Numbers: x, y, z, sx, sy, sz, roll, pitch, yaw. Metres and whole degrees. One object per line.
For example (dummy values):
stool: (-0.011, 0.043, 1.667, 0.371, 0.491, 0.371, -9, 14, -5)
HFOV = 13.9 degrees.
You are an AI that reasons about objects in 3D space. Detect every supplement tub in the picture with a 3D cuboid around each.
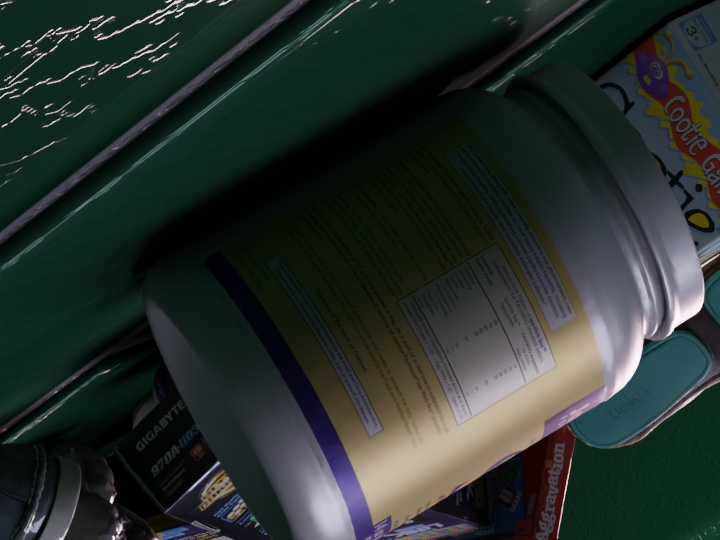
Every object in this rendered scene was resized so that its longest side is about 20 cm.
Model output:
supplement tub: (0.026, 0.015, 1.219, 0.199, 0.146, 0.145, -30, 174, -11)

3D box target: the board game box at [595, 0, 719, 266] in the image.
board game box: (0.155, -0.052, 1.518, 0.103, 0.105, 0.200, -25, 171, -42)

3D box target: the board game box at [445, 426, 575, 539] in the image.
board game box: (0.090, 0.119, 1.756, 0.019, 0.104, 0.200, 14, 170, -10)

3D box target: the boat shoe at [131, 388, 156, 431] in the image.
boat shoe: (-0.046, 0.058, 1.557, 0.199, 0.057, 0.069, -16, 127, -38)

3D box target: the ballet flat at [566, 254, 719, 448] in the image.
ballet flat: (0.187, 0.021, 1.545, 0.199, 0.071, 0.065, -31, -160, 22)

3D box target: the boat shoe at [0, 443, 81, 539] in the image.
boat shoe: (-0.205, 0.125, 1.453, 0.061, 0.073, 0.200, 22, 153, -25)

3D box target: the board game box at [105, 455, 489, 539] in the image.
board game box: (-0.050, 0.133, 1.728, 0.199, 0.057, 0.165, -16, 160, 28)

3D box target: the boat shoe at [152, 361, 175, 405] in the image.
boat shoe: (-0.022, 0.026, 1.487, 0.199, 0.072, 0.073, -25, 156, -45)

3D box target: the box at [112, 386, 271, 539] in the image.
box: (-0.004, 0.046, 1.401, 0.200, 0.046, 0.159, -45, 154, 7)

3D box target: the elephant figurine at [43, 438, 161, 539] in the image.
elephant figurine: (-0.134, 0.185, 1.615, 0.142, 0.155, 0.200, -50, 142, 8)
